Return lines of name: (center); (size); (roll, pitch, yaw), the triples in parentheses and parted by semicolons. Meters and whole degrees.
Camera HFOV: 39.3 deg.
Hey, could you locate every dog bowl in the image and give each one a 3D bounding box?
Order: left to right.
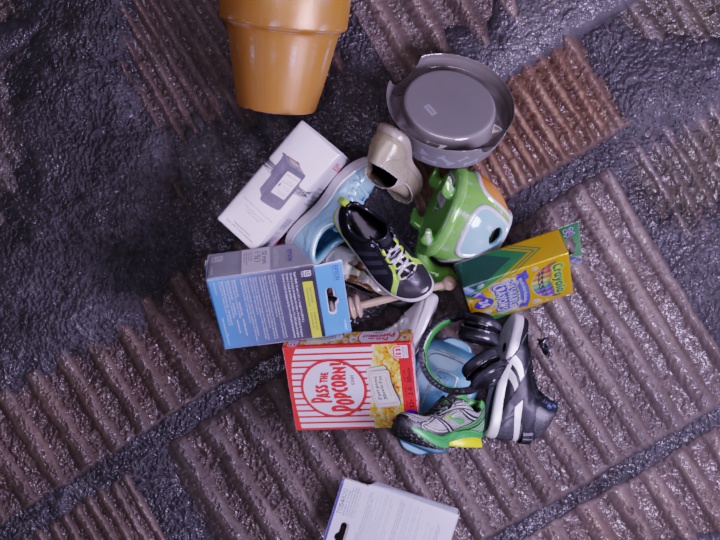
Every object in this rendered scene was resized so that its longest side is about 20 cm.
dog bowl: (0.134, -0.242, 1.549); (0.199, 0.059, 0.201); (3, 56, -5)

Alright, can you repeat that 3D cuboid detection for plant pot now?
plant pot: (-0.122, -0.342, 1.553); (0.199, 0.200, 0.184); (7, 109, 3)

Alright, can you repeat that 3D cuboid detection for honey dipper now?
honey dipper: (0.051, 0.041, 1.560); (0.199, 0.038, 0.038); (-14, 91, 6)

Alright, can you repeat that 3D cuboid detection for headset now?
headset: (0.190, 0.124, 1.536); (0.199, 0.094, 0.124); (-10, 73, 17)

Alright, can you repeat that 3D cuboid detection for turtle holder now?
turtle holder: (0.154, -0.063, 1.561); (0.131, 0.141, 0.186); (21, 82, -14)

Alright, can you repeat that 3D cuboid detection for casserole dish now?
casserole dish: (0.122, 0.206, 1.623); (0.121, 0.039, 0.201); (23, 93, 2)

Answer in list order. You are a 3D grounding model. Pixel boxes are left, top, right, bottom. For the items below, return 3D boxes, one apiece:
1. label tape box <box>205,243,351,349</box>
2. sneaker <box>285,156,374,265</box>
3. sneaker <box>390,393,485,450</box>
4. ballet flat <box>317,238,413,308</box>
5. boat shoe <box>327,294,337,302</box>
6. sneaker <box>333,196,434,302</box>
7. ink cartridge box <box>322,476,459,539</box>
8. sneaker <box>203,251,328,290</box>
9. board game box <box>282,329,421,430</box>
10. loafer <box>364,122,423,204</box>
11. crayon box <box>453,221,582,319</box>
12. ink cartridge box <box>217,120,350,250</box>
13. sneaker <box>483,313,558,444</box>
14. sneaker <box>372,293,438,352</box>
label tape box: (-0.121, 0.036, 1.518); (0.199, 0.066, 0.144); (-9, 129, -1)
sneaker: (-0.025, -0.087, 1.586); (0.200, 0.074, 0.082); (-49, 55, 0)
sneaker: (0.119, 0.226, 1.535); (0.078, 0.200, 0.086); (7, 89, 40)
ballet flat: (0.000, 0.000, 1.607); (0.199, 0.068, 0.068); (24, 93, 3)
boat shoe: (-0.051, 0.141, 1.616); (0.071, 0.068, 0.201); (5, 93, 4)
sneaker: (0.032, -0.029, 1.508); (0.200, 0.083, 0.072); (43, 78, -1)
ink cartridge box: (0.038, 0.452, 1.636); (0.199, 0.041, 0.200); (18, 93, 3)
sneaker: (-0.156, 0.013, 1.580); (0.199, 0.115, 0.075); (9, 90, 14)
board game box: (-0.011, 0.170, 1.562); (0.199, 0.046, 0.152); (-3, 114, 10)
loafer: (0.043, -0.153, 1.537); (0.076, 0.200, 0.068); (34, 78, 23)
crayon box: (0.254, 0.007, 1.560); (0.199, 0.126, 0.052); (-20, 57, 4)
ink cartridge box: (-0.115, -0.127, 1.571); (0.084, 0.145, 0.200); (42, 94, 3)
sneaker: (0.266, 0.176, 1.604); (0.111, 0.073, 0.201); (13, 90, -10)
sneaker: (0.049, 0.112, 1.600); (0.088, 0.075, 0.201); (31, 104, 9)
